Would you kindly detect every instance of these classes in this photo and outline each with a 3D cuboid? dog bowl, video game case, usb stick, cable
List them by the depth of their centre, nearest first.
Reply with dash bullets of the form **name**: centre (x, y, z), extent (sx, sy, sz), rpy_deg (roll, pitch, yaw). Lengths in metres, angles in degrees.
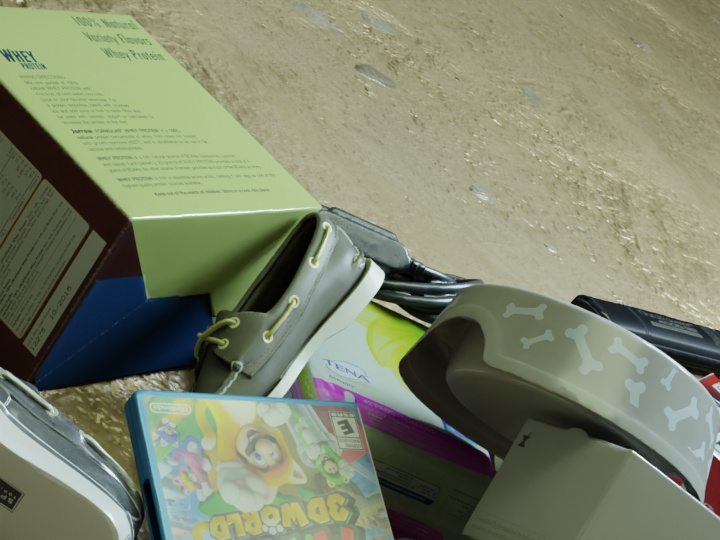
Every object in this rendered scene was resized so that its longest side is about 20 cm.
- **video game case**: centre (-0.042, 0.156, 1.167), extent (0.143, 0.018, 0.200), rpy_deg (6, 53, -31)
- **dog bowl**: centre (0.124, 0.077, 1.302), extent (0.200, 0.059, 0.200), rpy_deg (25, -16, 8)
- **cable**: centre (0.000, 0.000, 1.541), extent (0.200, 0.051, 0.163), rpy_deg (22, -8, -18)
- **usb stick**: centre (0.256, 0.057, 1.885), extent (0.200, 0.033, 0.055), rpy_deg (13, 24, -42)

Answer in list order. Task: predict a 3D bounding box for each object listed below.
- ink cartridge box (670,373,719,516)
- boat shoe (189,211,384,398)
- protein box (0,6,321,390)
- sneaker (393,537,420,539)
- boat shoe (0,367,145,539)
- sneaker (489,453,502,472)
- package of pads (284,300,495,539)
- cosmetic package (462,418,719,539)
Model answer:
- **ink cartridge box**: centre (0.280, 0.183, 1.596), extent (0.200, 0.084, 0.176), rpy_deg (43, 24, 16)
- **boat shoe**: centre (-0.065, 0.045, 1.305), extent (0.060, 0.072, 0.202), rpy_deg (51, 55, -13)
- **protein box**: centre (-0.174, -0.049, 1.349), extent (0.200, 0.135, 0.198), rpy_deg (45, 25, 22)
- **sneaker**: centre (0.070, 0.201, 1.296), extent (0.200, 0.076, 0.116), rpy_deg (37, 15, -24)
- **boat shoe**: centre (-0.196, 0.081, 1.142), extent (0.200, 0.072, 0.068), rpy_deg (37, 24, -3)
- **sneaker**: centre (0.141, 0.131, 1.501), extent (0.074, 0.089, 0.200), rpy_deg (17, 27, -35)
- **package of pads**: centre (-0.001, 0.088, 1.410), extent (0.154, 0.068, 0.200), rpy_deg (26, 23, -26)
- **cosmetic package**: centre (0.171, 0.175, 1.261), extent (0.200, 0.085, 0.108), rpy_deg (36, -10, -26)
